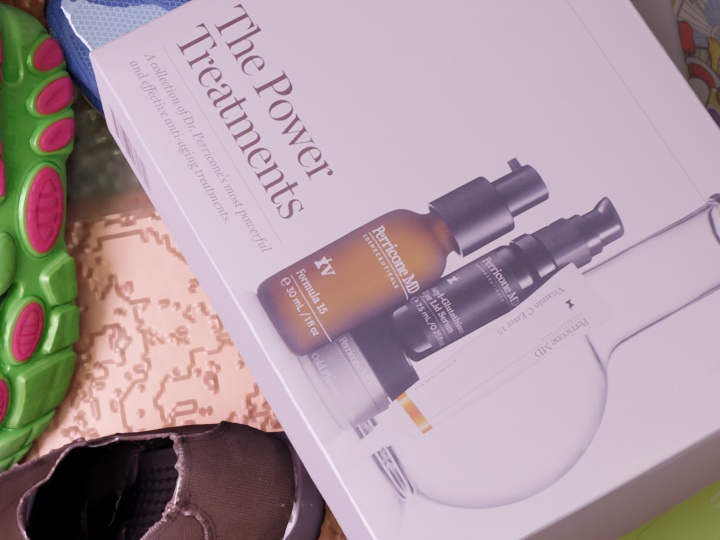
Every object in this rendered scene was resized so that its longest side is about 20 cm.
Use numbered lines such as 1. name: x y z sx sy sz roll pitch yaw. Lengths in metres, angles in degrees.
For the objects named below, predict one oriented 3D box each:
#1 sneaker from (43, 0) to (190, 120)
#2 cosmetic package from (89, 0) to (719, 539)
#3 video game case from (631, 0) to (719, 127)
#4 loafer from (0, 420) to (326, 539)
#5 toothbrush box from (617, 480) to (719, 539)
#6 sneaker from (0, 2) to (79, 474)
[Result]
1. sneaker: -0.034 -0.061 1.009 0.200 0.089 0.079 32 89 9
2. cosmetic package: 0.032 -0.013 0.784 0.151 0.052 0.200 -28 67 -11
3. video game case: 0.171 -0.022 0.830 0.200 0.182 0.023 15 43 42
4. loafer: -0.102 0.088 0.978 0.200 0.071 0.073 -22 57 39
5. toothbrush box: 0.100 0.095 0.867 0.146 0.086 0.200 -39 115 -13
6. sneaker: -0.158 -0.006 1.039 0.084 0.077 0.201 13 97 46
